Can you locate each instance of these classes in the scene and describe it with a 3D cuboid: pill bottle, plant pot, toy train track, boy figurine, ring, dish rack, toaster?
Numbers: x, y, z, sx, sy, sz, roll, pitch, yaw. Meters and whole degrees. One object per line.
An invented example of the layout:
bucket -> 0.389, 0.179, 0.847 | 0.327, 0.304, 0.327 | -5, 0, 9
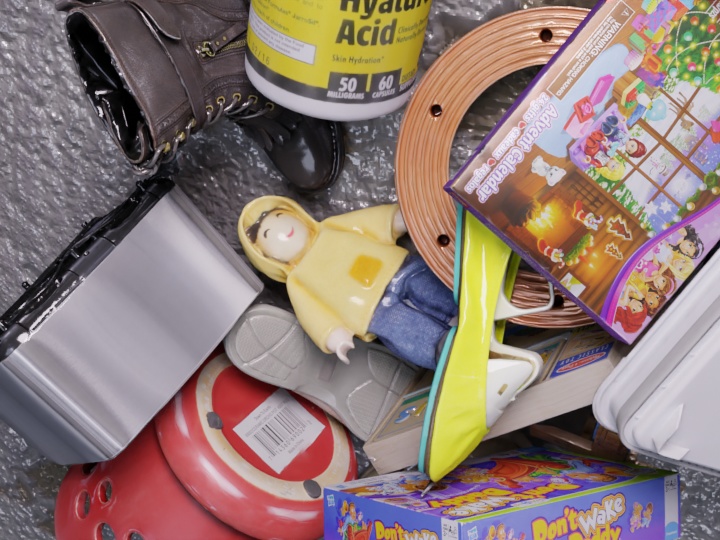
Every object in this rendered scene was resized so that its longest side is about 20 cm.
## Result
pill bottle -> -0.005, -0.200, 0.686 | 0.111, 0.111, 0.201 | 19, 127, 13
plant pot -> -0.116, 0.168, 0.922 | 0.200, 0.201, 0.183 | 38, 121, -1
toy train track -> 0.177, 0.107, 0.797 | 0.114, 0.033, 0.200 | 21, 162, 14
boy figurine -> 0.000, 0.000, 0.817 | 0.199, 0.125, 0.064 | 29, 166, 23
ring -> 0.120, -0.064, 0.733 | 0.199, 0.019, 0.202 | 2, 99, 11
dish rack -> 0.244, 0.053, 0.637 | 0.171, 0.044, 0.201 | 18, 127, -18
toaster -> -0.183, 0.035, 0.845 | 0.119, 0.181, 0.200 | 46, 152, -14

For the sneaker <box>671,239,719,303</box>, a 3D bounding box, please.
sneaker -> 0.232, 0.034, 0.723 | 0.070, 0.109, 0.201 | 19, 126, 10

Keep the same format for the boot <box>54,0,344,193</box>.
boot -> -0.101, -0.106, 0.750 | 0.069, 0.174, 0.201 | -21, 110, 33

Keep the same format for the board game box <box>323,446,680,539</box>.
board game box -> 0.094, 0.158, 0.760 | 0.134, 0.199, 0.045 | 1, 93, 52

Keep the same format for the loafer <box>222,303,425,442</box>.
loafer -> -0.017, 0.078, 0.895 | 0.199, 0.063, 0.072 | 29, 89, -19

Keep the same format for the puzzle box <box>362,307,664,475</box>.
puzzle box -> 0.105, 0.068, 0.789 | 0.199, 0.133, 0.026 | -26, 103, 34

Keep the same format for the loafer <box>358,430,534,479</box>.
loafer -> 0.051, 0.183, 0.928 | 0.076, 0.068, 0.200 | 46, 128, -8

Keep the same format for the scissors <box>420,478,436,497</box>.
scissors -> 0.066, 0.122, 0.803 | 0.073, 0.200, 0.014 | -26, 93, 35

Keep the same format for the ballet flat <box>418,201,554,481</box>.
ballet flat -> 0.081, 0.032, 0.701 | 0.067, 0.067, 0.202 | 9, 89, 14

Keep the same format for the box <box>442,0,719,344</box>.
box -> 0.162, -0.079, 0.660 | 0.137, 0.039, 0.200 | 40, 91, -4
